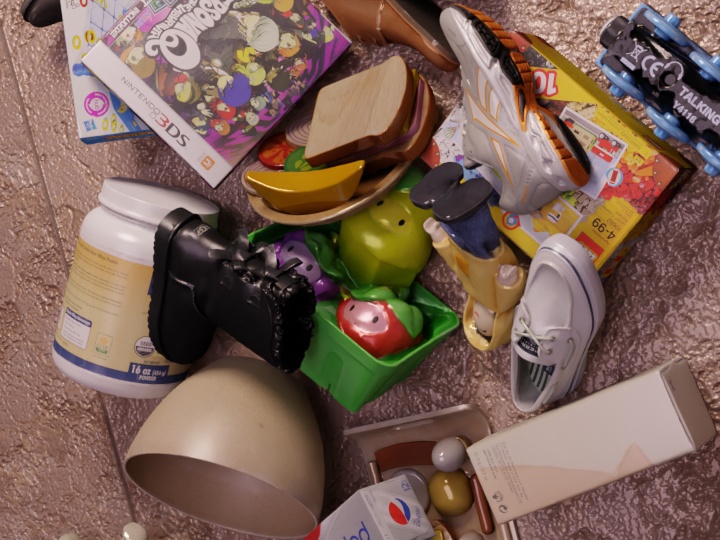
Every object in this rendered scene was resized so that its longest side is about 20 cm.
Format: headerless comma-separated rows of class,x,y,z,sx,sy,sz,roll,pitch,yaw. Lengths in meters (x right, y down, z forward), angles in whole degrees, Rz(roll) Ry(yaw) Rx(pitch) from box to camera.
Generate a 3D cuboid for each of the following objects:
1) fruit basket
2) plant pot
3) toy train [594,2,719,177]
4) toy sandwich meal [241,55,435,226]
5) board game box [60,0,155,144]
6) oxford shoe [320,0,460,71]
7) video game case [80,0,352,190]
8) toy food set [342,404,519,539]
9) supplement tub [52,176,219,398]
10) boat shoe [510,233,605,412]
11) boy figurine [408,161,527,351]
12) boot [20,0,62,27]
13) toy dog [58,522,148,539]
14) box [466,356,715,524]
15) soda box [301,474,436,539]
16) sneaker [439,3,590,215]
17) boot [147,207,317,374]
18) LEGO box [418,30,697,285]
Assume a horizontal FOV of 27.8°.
fruit basket,0.000,0.000,1.392,0.215,0.155,0.217,15,116,32
plant pot,-0.120,0.165,1.447,0.199,0.200,0.135,3,60,26
toy train,0.290,-0.146,1.245,0.200,0.114,0.087,43,107,17
toy sandwich meal,-0.027,-0.124,1.376,0.204,0.206,0.070,-7,134,27
board game box,-0.196,-0.239,1.464,0.195,0.056,0.201,-8,90,-3
oxford shoe,0.027,-0.240,1.399,0.200,0.071,0.071,43,116,29
video game case,-0.140,-0.212,1.421,0.181,0.036,0.200,44,87,-3
toy food set,0.070,0.238,1.410,0.143,0.060,0.201,-15,86,26
supplement tub,-0.228,0.016,1.497,0.144,0.144,0.201,21,103,24
boat shoe,0.168,0.057,1.284,0.073,0.067,0.200,33,148,33
boy figurine,0.103,-0.008,1.325,0.064,0.200,0.124,-38,47,-17
boot,-0.253,-0.235,1.528,0.199,0.069,0.175,-17,86,18
toy dog,-0.238,0.367,1.533,0.199,0.139,0.195,-11,101,27
box,0.209,0.154,1.318,0.199,0.095,0.078,-26,83,27
soda box,-0.014,0.277,1.414,0.200,0.063,0.068,-47,65,43
sneaker,0.112,-0.138,1.273,0.092,0.076,0.201,-36,76,28
boot,-0.119,0.044,1.371,0.162,0.073,0.199,30,137,25
LEGO box,0.178,-0.098,1.324,0.200,0.077,0.149,43,110,18
